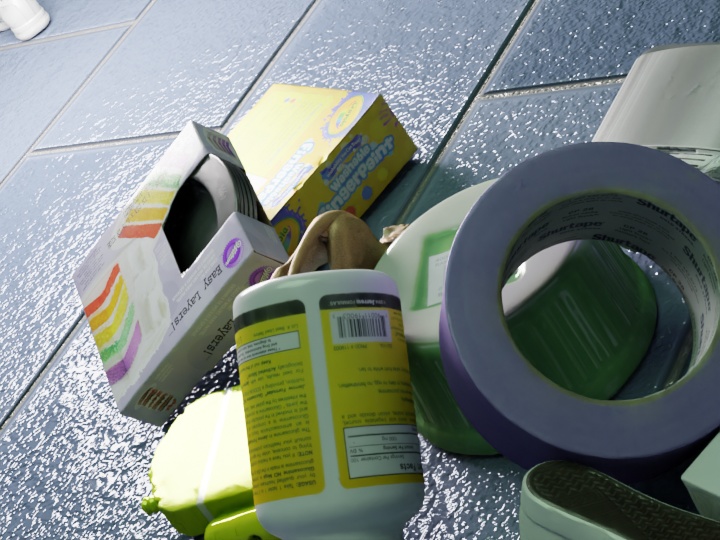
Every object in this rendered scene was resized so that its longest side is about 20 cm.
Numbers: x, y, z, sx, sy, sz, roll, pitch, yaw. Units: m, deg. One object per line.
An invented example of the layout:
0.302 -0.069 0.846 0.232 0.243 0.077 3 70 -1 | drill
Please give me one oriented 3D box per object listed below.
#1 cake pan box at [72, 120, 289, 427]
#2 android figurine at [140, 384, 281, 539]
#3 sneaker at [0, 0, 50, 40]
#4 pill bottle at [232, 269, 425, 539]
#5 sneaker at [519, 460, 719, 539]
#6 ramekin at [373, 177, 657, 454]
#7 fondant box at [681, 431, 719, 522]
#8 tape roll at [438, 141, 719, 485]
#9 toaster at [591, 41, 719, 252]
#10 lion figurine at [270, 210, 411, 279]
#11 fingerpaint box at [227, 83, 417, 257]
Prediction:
-0.151 -0.001 1.349 0.200 0.052 0.184 -48 45 21 | cake pan box
-0.078 0.136 1.207 0.199 0.041 0.182 -20 35 21 | android figurine
-0.502 -0.382 2.249 0.075 0.089 0.200 -46 33 -16 | sneaker
-0.018 0.107 1.046 0.112 0.112 0.201 -13 77 30 | pill bottle
0.175 0.183 0.903 0.200 0.085 0.073 28 36 35 | sneaker
0.099 0.023 1.140 0.199 0.098 0.200 -24 33 16 | ramekin
0.302 0.087 0.908 0.200 0.058 0.144 -46 34 -16 | fondant box
0.149 0.028 0.996 0.199 0.085 0.201 0 70 -1 | tape roll
0.243 -0.085 1.141 0.199 0.114 0.129 7 52 45 | toaster
0.000 0.000 1.206 0.072 0.200 0.123 14 78 24 | lion figurine
-0.073 -0.071 1.449 0.167 0.073 0.200 12 56 50 | fingerpaint box
